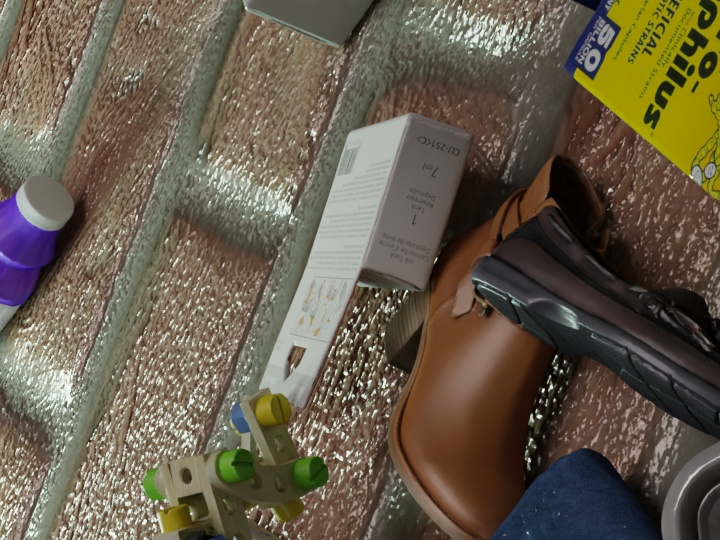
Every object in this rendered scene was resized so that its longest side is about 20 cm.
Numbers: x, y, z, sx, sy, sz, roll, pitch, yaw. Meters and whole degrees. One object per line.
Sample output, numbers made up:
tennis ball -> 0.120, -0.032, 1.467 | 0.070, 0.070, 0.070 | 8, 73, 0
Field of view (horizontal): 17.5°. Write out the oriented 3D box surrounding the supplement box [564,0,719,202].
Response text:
supplement box -> 0.200, -0.088, 1.095 | 0.109, 0.109, 0.200 | -62, 31, 14

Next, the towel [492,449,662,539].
towel -> 0.117, 0.180, 1.122 | 0.112, 0.048, 0.200 | -58, 31, 19

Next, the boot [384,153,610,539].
boot -> 0.083, 0.043, 1.258 | 0.155, 0.073, 0.201 | -48, 39, 28

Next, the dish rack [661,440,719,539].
dish rack -> 0.212, 0.144, 0.982 | 0.171, 0.043, 0.201 | -33, 45, 34

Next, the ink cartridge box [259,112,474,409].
ink cartridge box -> 0.000, 0.000, 1.385 | 0.200, 0.045, 0.177 | -176, 106, -80

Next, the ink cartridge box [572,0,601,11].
ink cartridge box -> 0.180, -0.183, 1.196 | 0.200, 0.099, 0.039 | -45, 39, 39

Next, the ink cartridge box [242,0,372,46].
ink cartridge box -> -0.028, -0.275, 1.621 | 0.148, 0.085, 0.200 | -53, 32, 29

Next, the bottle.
bottle -> -0.306, -0.001, 1.947 | 0.200, 0.065, 0.084 | -47, 37, 36

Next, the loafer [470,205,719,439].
loafer -> 0.138, 0.022, 1.150 | 0.200, 0.072, 0.063 | 30, 78, 42

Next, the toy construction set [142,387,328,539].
toy construction set -> -0.051, 0.169, 1.289 | 0.092, 0.131, 0.201 | -34, 79, 36

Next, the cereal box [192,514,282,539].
cereal box -> -0.068, 0.237, 1.425 | 0.200, 0.039, 0.145 | 20, 92, 61
